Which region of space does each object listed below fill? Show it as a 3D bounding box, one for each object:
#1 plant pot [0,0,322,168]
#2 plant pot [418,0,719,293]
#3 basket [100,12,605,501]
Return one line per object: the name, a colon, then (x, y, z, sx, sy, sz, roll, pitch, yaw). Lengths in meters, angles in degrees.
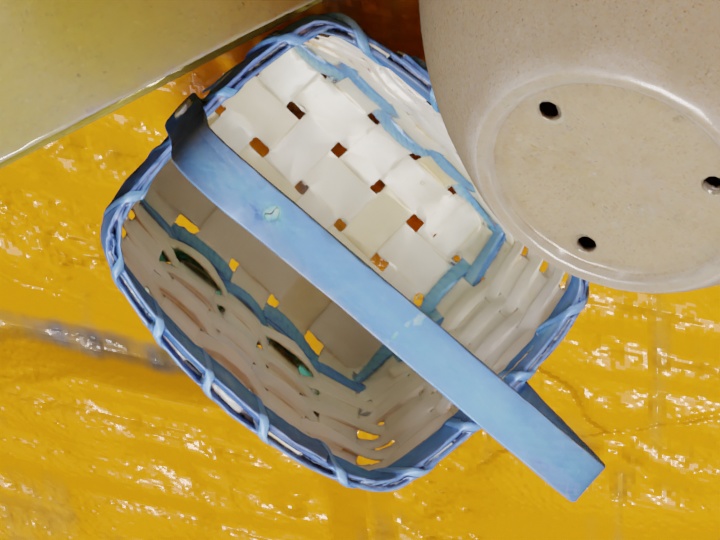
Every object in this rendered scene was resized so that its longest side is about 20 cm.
plant pot: (-0.126, -0.114, 0.896, 0.200, 0.200, 0.142, -24, 96, 42)
plant pot: (0.101, -0.072, 0.840, 0.200, 0.135, 0.200, 15, 137, 14)
basket: (0.000, 0.000, 0.918, 0.176, 0.139, 0.200, 42, 179, -13)
